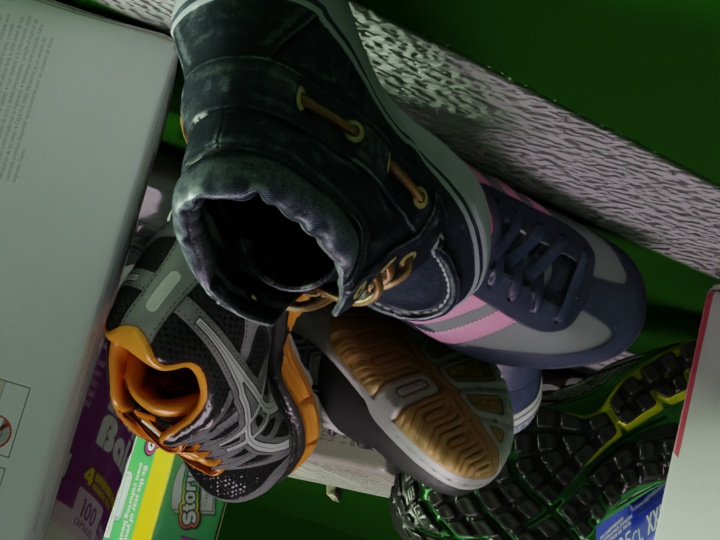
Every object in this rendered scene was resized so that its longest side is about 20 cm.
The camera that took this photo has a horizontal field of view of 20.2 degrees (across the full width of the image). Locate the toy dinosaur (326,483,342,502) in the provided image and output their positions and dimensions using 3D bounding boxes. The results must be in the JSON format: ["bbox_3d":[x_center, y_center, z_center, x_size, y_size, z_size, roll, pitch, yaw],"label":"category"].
[{"bbox_3d":[0.003,0.080,1.248,0.088,0.048,0.200,20,-152,25],"label":"toy dinosaur"}]

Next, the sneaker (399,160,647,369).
[{"bbox_3d":[0.041,-0.007,0.797,0.198,0.071,0.082,18,171,-22],"label":"sneaker"}]

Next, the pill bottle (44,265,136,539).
[{"bbox_3d":[-0.157,0.051,0.988,0.111,0.202,0.113,12,153,6],"label":"pill bottle"}]

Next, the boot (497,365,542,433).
[{"bbox_3d":[0.000,0.000,0.949,0.199,0.073,0.091,23,142,16],"label":"boot"}]

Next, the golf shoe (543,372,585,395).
[{"bbox_3d":[0.176,0.114,1.214,0.198,0.079,0.094,15,169,-6],"label":"golf shoe"}]

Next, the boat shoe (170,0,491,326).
[{"bbox_3d":[-0.011,-0.012,0.667,0.070,0.092,0.200,-8,149,21],"label":"boat shoe"}]

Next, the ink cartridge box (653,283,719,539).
[{"bbox_3d":[0.224,0.105,0.904,0.082,0.148,0.199,3,165,44],"label":"ink cartridge box"}]

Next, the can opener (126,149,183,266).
[{"bbox_3d":[-0.148,-0.056,0.910,0.199,0.053,0.066,22,133,-39],"label":"can opener"}]

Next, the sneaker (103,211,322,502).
[{"bbox_3d":[-0.066,0.042,0.805,0.078,0.077,0.201,33,152,21],"label":"sneaker"}]

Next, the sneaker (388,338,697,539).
[{"bbox_3d":[0.110,0.093,1.000,0.198,0.079,0.085,-20,179,1],"label":"sneaker"}]

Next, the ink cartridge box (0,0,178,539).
[{"bbox_3d":[-0.140,0.013,0.798,0.083,0.202,0.176,16,168,-4],"label":"ink cartridge box"}]

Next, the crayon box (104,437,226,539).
[{"bbox_3d":[-0.154,0.128,1.417,0.058,0.202,0.172,22,168,-35],"label":"crayon box"}]

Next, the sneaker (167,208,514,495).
[{"bbox_3d":[-0.015,0.041,0.886,0.075,0.088,0.200,-11,-136,-46],"label":"sneaker"}]

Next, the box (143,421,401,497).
[{"bbox_3d":[-0.020,0.057,1.106,0.199,0.110,0.128,8,168,36],"label":"box"}]

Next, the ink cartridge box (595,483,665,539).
[{"bbox_3d":[0.222,0.135,1.130,0.198,0.077,0.137,20,141,-16],"label":"ink cartridge box"}]
